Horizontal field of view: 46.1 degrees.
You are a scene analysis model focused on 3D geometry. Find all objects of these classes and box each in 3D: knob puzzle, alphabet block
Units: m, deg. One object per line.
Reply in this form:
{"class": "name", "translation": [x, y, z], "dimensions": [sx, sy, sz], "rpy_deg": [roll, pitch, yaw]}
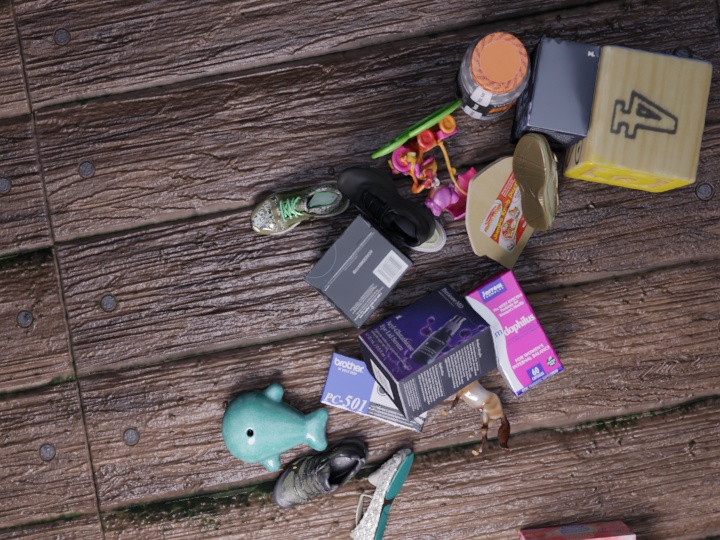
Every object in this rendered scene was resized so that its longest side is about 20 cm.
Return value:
{"class": "knob puzzle", "translation": [0.251, -0.120, 1.522], "dimensions": [0.216, 0.030, 0.225], "rpy_deg": [-16, 118, -31]}
{"class": "alphabet block", "translation": [0.478, -0.259, 1.485], "dimensions": [0.192, 0.195, 0.205], "rpy_deg": [9, 91, 3]}

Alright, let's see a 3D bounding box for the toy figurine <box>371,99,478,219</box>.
{"class": "toy figurine", "translation": [0.140, -0.175, 1.516], "dimensions": [0.199, 0.149, 0.186], "rpy_deg": [-35, 100, -25]}

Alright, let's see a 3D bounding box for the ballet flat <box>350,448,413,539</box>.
{"class": "ballet flat", "translation": [0.033, 0.415, 1.559], "dimensions": [0.070, 0.072, 0.204], "rpy_deg": [22, 90, 1]}

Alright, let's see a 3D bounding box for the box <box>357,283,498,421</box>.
{"class": "box", "translation": [0.119, 0.140, 1.481], "dimensions": [0.198, 0.148, 0.106], "rpy_deg": [-30, 131, -14]}

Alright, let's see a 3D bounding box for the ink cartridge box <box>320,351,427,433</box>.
{"class": "ink cartridge box", "translation": [0.031, 0.224, 1.567], "dimensions": [0.196, 0.044, 0.096], "rpy_deg": [16, 89, 1]}

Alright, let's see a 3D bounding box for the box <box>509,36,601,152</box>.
{"class": "box", "translation": [0.337, -0.302, 1.483], "dimensions": [0.104, 0.200, 0.152], "rpy_deg": [10, 90, 1]}

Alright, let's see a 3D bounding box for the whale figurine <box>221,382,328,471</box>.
{"class": "whale figurine", "translation": [-0.157, 0.288, 1.540], "dimensions": [0.195, 0.104, 0.163], "rpy_deg": [4, 90, 3]}

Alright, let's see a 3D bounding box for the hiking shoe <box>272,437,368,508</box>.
{"class": "hiking shoe", "translation": [-0.078, 0.371, 1.541], "dimensions": [0.198, 0.101, 0.077], "rpy_deg": [-31, 89, 1]}

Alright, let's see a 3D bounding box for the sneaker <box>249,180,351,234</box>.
{"class": "sneaker", "translation": [-0.113, -0.121, 1.548], "dimensions": [0.196, 0.089, 0.079], "rpy_deg": [-19, 90, 1]}

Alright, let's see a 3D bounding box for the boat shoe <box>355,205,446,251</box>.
{"class": "boat shoe", "translation": [0.069, -0.095, 1.557], "dimensions": [0.197, 0.062, 0.073], "rpy_deg": [29, 91, 1]}

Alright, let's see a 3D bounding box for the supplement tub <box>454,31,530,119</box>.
{"class": "supplement tub", "translation": [0.230, -0.342, 1.485], "dimensions": [0.119, 0.200, 0.126], "rpy_deg": [0, 90, 2]}

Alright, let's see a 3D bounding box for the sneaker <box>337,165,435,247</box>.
{"class": "sneaker", "translation": [0.042, -0.113, 1.478], "dimensions": [0.198, 0.091, 0.077], "rpy_deg": [33, 116, 4]}

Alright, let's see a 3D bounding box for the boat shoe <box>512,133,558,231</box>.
{"class": "boat shoe", "translation": [0.317, -0.163, 1.486], "dimensions": [0.072, 0.203, 0.063], "rpy_deg": [22, 54, 39]}

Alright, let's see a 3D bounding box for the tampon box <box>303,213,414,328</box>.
{"class": "tampon box", "translation": [0.000, 0.000, 1.490], "dimensions": [0.126, 0.200, 0.150], "rpy_deg": [41, 92, 1]}

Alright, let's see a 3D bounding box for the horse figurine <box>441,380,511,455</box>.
{"class": "horse figurine", "translation": [0.207, 0.244, 1.546], "dimensions": [0.200, 0.050, 0.132], "rpy_deg": [44, 55, 4]}

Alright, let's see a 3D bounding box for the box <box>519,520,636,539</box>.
{"class": "box", "translation": [0.394, 0.522, 1.533], "dimensions": [0.195, 0.095, 0.105], "rpy_deg": [-7, 90, 1]}

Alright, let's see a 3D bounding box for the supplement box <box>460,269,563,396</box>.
{"class": "supplement box", "translation": [0.271, 0.110, 1.534], "dimensions": [0.100, 0.103, 0.203], "rpy_deg": [-29, 88, 2]}
